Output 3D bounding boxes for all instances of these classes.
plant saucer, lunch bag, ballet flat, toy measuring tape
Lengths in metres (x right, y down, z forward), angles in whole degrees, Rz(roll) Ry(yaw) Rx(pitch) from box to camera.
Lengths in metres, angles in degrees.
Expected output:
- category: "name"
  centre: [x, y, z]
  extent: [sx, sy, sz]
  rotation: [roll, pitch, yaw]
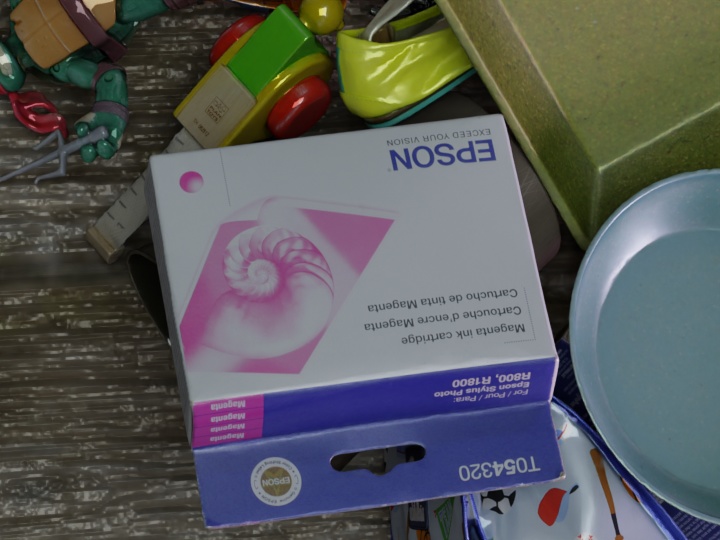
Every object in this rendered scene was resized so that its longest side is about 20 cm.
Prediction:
- category: "plant saucer"
  centre: [0.161, -0.139, 1.604]
  extent: [0.199, 0.048, 0.200]
  rotation: [-28, 116, 8]
- category: "lunch bag"
  centre: [0.093, 0.148, 1.639]
  extent: [0.124, 0.170, 0.201]
  rotation: [-36, 95, -14]
- category: "ballet flat"
  centre: [0.072, -0.150, 1.650]
  extent: [0.199, 0.067, 0.067]
  rotation: [-29, 111, -12]
- category: "toy measuring tape"
  centre: [-0.074, -0.081, 1.672]
  extent: [0.073, 0.074, 0.200]
  rotation: [40, 107, -6]
- category: "plant saucer"
  centre: [0.201, 0.045, 1.605]
  extent: [0.199, 0.036, 0.201]
  rotation: [5, 72, -16]

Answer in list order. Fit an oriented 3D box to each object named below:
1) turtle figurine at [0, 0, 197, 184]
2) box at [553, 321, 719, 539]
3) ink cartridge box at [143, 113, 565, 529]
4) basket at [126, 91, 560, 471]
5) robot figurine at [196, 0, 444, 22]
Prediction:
- category: "turtle figurine"
  centre: [-0.158, -0.145, 1.629]
  extent: [0.200, 0.101, 0.150]
  rotation: [-37, 100, 8]
- category: "box"
  centre: [0.180, 0.108, 1.667]
  extent: [0.200, 0.121, 0.032]
  rotation: [37, 62, 0]
- category: "ink cartridge box"
  centre: [-0.002, 0.023, 1.543]
  extent: [0.195, 0.043, 0.201]
  rotation: [-8, 65, -10]
- category: "basket"
  centre: [0.000, 0.000, 1.646]
  extent: [0.200, 0.136, 0.180]
  rotation: [-36, 57, -16]
- category: "robot figurine"
  centre: [-0.008, -0.210, 1.688]
  extent: [0.198, 0.058, 0.146]
  rotation: [-4, 89, -9]
